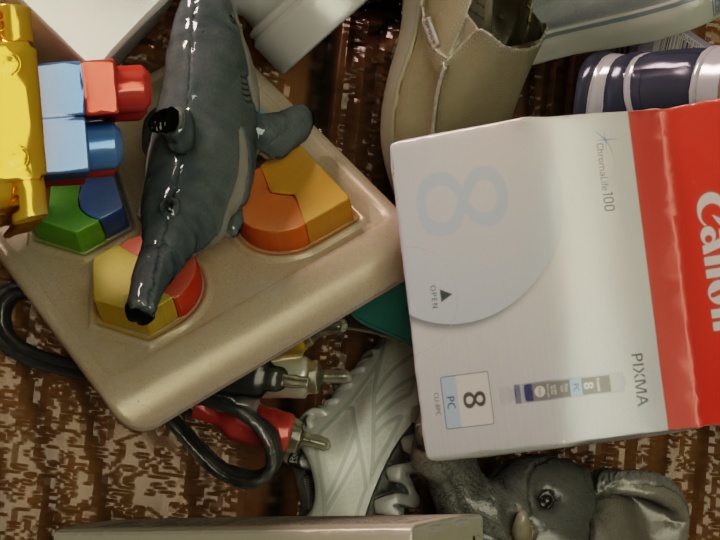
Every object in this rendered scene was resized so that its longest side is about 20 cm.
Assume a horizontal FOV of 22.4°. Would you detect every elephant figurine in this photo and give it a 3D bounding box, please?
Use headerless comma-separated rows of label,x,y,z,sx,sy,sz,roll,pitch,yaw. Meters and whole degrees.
elephant figurine,0.115,0.160,1.000,0.141,0.155,0.201,-8,91,9

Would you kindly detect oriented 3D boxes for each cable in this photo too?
cable,-0.107,0.060,0.989,0.199,0.050,0.098,9,91,10

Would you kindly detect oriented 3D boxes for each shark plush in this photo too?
shark plush,-0.098,-0.056,0.912,0.090,0.084,0.201,12,51,19

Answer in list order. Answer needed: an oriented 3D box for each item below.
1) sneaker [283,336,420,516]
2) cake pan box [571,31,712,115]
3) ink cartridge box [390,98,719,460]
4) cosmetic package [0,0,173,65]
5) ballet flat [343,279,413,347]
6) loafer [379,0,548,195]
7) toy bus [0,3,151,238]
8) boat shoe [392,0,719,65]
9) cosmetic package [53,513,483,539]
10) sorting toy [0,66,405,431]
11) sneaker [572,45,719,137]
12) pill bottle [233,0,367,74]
sneaker,0.005,0.085,1.017,0.081,0.075,0.201,18,77,-2
cake pan box,0.202,-0.030,1.055,0.199,0.052,0.185,28,62,-25
ink cartridge box,0.118,0.002,0.880,0.199,0.047,0.161,-9,83,26
cosmetic package,-0.194,-0.189,0.969,0.200,0.108,0.085,43,74,-9
ballet flat,0.000,0.000,1.003,0.199,0.068,0.062,23,34,24
loafer,0.059,-0.112,0.970,0.075,0.068,0.201,-12,108,-45
toy bus,-0.202,-0.066,0.900,0.191,0.200,0.137,-6,87,-15
boat shoe,0.106,-0.158,1.023,0.070,0.200,0.072,-42,120,-59
cosmetic package,-0.045,0.169,0.921,0.199,0.103,0.088,-4,86,25
sorting toy,-0.094,-0.030,0.965,0.185,0.037,0.200,-30,55,-17
sneaker,0.177,-0.042,0.981,0.070,0.108,0.200,-58,139,-32
pill bottle,-0.078,-0.211,1.003,0.111,0.111,0.200,-43,96,-16
